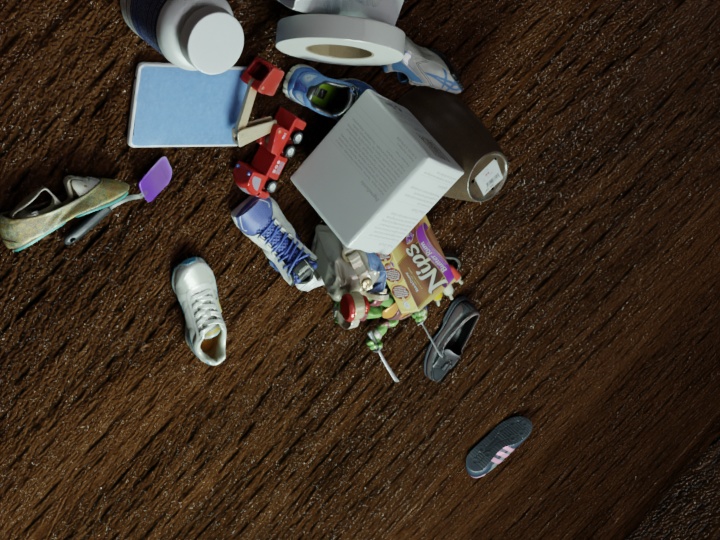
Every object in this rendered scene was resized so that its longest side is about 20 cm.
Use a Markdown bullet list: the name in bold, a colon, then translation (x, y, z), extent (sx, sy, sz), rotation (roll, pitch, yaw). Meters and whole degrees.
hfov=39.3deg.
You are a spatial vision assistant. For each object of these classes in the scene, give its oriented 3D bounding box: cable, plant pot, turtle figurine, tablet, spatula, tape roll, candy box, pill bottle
- **cable**: translation (0.150, -0.017, 2.003), extent (0.097, 0.050, 0.201), rotation (-44, 138, -8)
- **plant pot**: translation (0.164, -0.206, 1.778), extent (0.185, 0.200, 0.189), rotation (-21, 130, -28)
- **turtle figurine**: translation (0.055, 0.103, 1.923), extent (0.192, 0.143, 0.203), rotation (15, 81, -31)
- **tablet**: translation (-0.257, -0.251, 1.534), extent (0.198, 0.014, 0.132), rotation (-7, 121, -38)
- **spatula**: translation (-0.369, -0.100, 1.536), extent (0.199, 0.021, 0.057), rotation (-36, 150, -12)
- **tape roll**: translation (-0.029, -0.347, 1.525), extent (0.201, 0.201, 0.038), rotation (3, 92, -40)
- **candy box**: translation (0.085, -0.037, 1.849), extent (0.116, 0.056, 0.202), rotation (-35, 105, -36)
- **pill bottle**: translation (-0.237, -0.337, 1.354), extent (0.110, 0.200, 0.112), rotation (-20, 130, -27)

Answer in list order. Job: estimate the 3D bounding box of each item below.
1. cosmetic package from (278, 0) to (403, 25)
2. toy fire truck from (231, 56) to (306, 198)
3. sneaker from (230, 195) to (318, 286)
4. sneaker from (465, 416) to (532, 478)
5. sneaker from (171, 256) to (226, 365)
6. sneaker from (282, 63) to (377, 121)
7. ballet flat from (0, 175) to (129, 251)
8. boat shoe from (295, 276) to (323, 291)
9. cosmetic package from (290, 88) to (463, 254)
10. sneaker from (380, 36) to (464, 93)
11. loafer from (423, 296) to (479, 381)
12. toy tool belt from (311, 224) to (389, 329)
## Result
- **cosmetic package**: translation (-0.022, -0.479, 1.496), extent (0.198, 0.123, 0.202), rotation (2, 117, -42)
- **toy fire truck**: translation (-0.158, -0.220, 1.595), extent (0.140, 0.049, 0.202), rotation (17, 105, -54)
- **sneaker**: translation (-0.127, -0.042, 1.709), extent (0.081, 0.115, 0.200), rotation (-43, 137, -8)
- **sneaker**: translation (0.336, 0.433, 2.463), extent (0.199, 0.070, 0.082), rotation (-32, 151, -15)
- **sneaker**: translation (-0.263, 0.067, 1.696), extent (0.076, 0.081, 0.202), rotation (-24, 130, -23)
- **sneaker**: translation (-0.031, -0.274, 1.649), extent (0.198, 0.089, 0.079), rotation (6, 115, -42)
- **ballet flat**: translation (-0.431, -0.099, 1.459), extent (0.198, 0.071, 0.071), rotation (-30, 133, -21)
- **boat shoe**: translation (-0.027, -0.002, 1.842), extent (0.199, 0.069, 0.072), rotation (-29, 177, -31)
- **cosmetic package**: translation (0.029, -0.157, 1.664), extent (0.200, 0.167, 0.167), rotation (-46, 160, 15)
- **sneaker**: translation (0.108, -0.347, 1.740), extent (0.072, 0.073, 0.199), rotation (-40, 146, 27)
- **loafer**: translation (0.195, 0.156, 2.148), extent (0.071, 0.063, 0.202), rotation (4, 115, -41)
- **toy tool belt**: translation (0.000, 0.000, 1.723), extent (0.121, 0.201, 0.126), rotation (-8, 135, -23)
